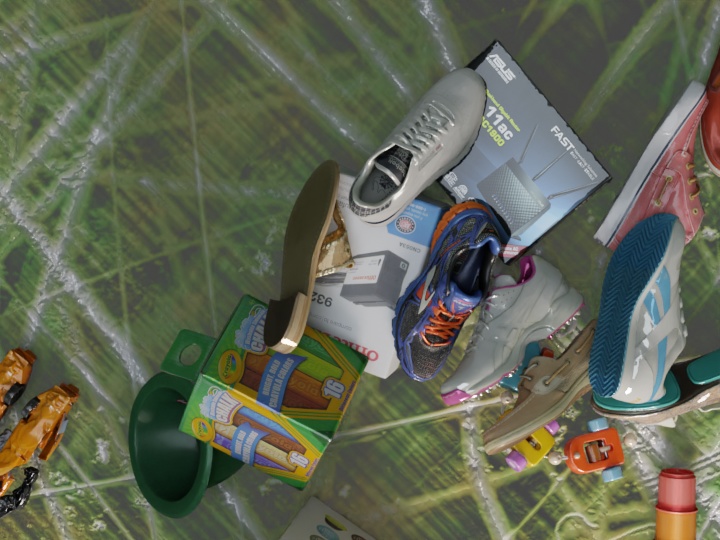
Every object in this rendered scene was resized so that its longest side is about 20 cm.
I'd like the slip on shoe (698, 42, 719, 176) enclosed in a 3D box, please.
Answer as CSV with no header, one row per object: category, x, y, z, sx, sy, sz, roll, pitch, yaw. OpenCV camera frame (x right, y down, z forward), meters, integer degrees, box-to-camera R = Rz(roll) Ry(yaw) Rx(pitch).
slip on shoe,0.402,-0.196,1.374,0.073,0.061,0.202,11,99,8

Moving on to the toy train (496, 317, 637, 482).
toy train,0.212,0.149,1.451,0.149,0.056,0.202,-16,81,-14

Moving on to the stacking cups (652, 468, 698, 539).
stacking cups,0.350,0.321,1.437,0.060,0.060,0.202,4,93,11

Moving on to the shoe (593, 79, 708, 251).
shoe,0.337,-0.097,1.394,0.091,0.071,0.201,30,105,6

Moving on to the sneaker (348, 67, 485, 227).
sneaker,0.062,-0.131,1.365,0.076,0.081,0.201,37,88,12

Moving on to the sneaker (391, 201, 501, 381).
sneaker,0.091,0.028,1.377,0.075,0.078,0.202,13,106,-21

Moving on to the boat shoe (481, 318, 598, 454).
boat shoe,0.197,0.124,1.392,0.199,0.071,0.065,-33,81,-26

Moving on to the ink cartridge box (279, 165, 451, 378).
ink cartridge box,0.000,0.000,1.459,0.144,0.084,0.202,20,99,8

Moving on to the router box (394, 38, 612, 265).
router box,0.157,-0.128,1.427,0.150,0.062,0.200,-41,86,11

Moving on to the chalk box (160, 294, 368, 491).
chalk box,-0.114,0.122,1.408,0.199,0.125,0.124,27,140,-2

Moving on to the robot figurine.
robot figurine,-0.432,0.202,1.577,0.145,0.058,0.201,37,100,6

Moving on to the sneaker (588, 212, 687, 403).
sneaker,0.301,0.039,1.364,0.080,0.076,0.202,14,94,-29

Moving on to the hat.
hat,-0.151,0.203,1.542,0.199,0.175,0.167,17,102,48

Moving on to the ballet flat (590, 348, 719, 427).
ballet flat,0.351,0.135,1.413,0.198,0.068,0.068,-16,131,12

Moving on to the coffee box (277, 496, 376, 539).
coffee box,-0.046,0.410,1.448,0.199,0.198,0.201,34,102,5

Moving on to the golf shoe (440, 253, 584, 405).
golf shoe,0.147,0.062,1.387,0.200,0.075,0.092,-39,96,-24

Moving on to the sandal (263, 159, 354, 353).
sandal,-0.042,-0.006,1.393,0.069,0.077,0.213,26,71,-31
